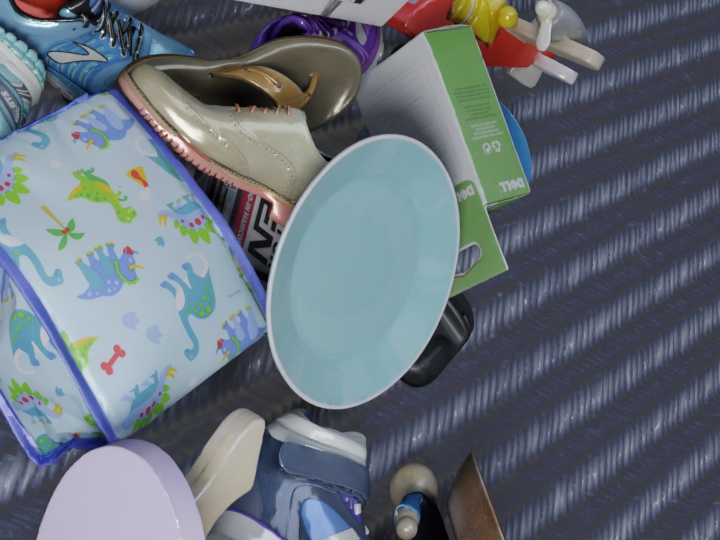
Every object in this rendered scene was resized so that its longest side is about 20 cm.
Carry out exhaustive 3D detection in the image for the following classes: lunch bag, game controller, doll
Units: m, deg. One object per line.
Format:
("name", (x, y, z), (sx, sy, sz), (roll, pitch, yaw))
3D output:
("lunch bag", (-0.180, -0.002, 0.827), (0.170, 0.126, 0.202), (-38, 105, -45))
("game controller", (0.017, 0.000, 1.065), (0.104, 0.042, 0.201), (-42, 98, -30))
("doll", (0.057, 0.231, 0.937), (0.137, 0.048, 0.202), (66, 4, -47))

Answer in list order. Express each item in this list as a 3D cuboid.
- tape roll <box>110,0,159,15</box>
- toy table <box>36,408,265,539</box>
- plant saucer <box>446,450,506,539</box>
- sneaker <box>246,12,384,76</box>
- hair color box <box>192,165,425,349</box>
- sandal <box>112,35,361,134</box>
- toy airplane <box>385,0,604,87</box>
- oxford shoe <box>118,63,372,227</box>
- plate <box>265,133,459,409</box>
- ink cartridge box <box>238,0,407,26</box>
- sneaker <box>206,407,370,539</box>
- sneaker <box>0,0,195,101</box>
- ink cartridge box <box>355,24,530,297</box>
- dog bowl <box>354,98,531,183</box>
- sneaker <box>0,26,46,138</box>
("tape roll", (-0.214, -0.304, 0.987), (0.200, 0.070, 0.206), (19, 58, -33))
("toy table", (-0.118, 0.186, 0.768), (0.183, 0.202, 0.116), (37, 27, 25))
("plant saucer", (0.106, 0.239, 0.953), (0.200, 0.036, 0.203), (-21, 91, -88))
("sneaker", (-0.040, -0.186, 1.052), (0.080, 0.084, 0.200), (22, 44, 17))
("hair color box", (-0.041, -0.013, 0.975), (0.198, 0.060, 0.100), (24, 63, -22))
("sandal", (-0.087, -0.129, 0.951), (0.197, 0.082, 0.054), (-8, 32, -24))
("toy airplane", (0.127, -0.238, 1.158), (0.197, 0.143, 0.200), (13, 21, 3))
("oxford shoe", (-0.078, -0.096, 0.890), (0.199, 0.074, 0.071), (33, 11, -25))
("plate", (0.000, 0.000, 0.901), (0.199, 0.025, 0.203), (-23, 123, -41))
("ink cartridge box", (-0.047, -0.288, 1.013), (0.198, 0.083, 0.148), (-5, 62, -52))
("sneaker", (-0.006, 0.191, 0.912), (0.200, 0.080, 0.147), (41, 52, -10))
("sneaker", (-0.201, -0.173, 0.919), (0.198, 0.090, 0.080), (15, 60, -36))
("ink cartridge box", (0.074, -0.086, 1.035), (0.059, 0.103, 0.203), (-15, 82, -40))
("dog bowl", (0.074, -0.104, 1.152), (0.198, 0.049, 0.113), (-10, 76, -43))
("sneaker", (-0.304, -0.143, 0.826), (0.198, 0.077, 0.088), (26, 57, -29))
